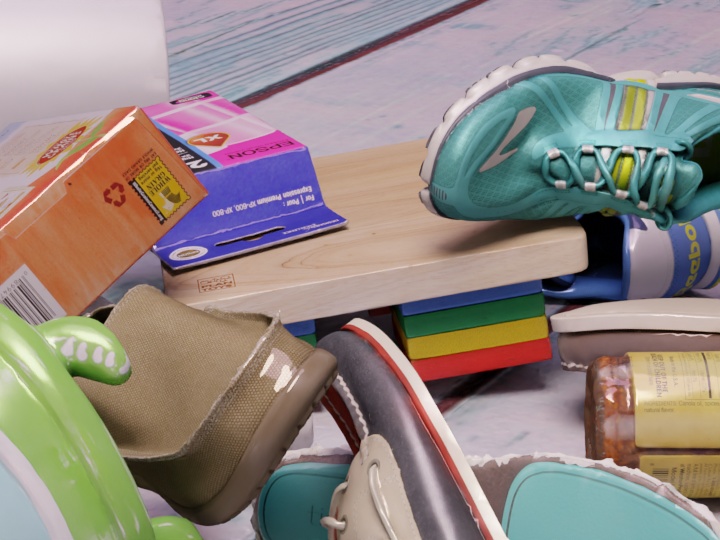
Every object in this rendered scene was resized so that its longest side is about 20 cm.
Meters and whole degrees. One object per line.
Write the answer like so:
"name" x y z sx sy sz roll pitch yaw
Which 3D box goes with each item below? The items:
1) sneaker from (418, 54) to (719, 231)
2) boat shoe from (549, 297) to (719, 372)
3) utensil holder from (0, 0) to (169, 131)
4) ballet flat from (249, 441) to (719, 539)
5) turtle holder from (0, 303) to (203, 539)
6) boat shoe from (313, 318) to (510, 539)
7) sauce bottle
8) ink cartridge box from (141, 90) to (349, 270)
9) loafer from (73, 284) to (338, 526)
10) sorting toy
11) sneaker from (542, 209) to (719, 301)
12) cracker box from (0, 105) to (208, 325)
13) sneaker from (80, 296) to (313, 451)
"sneaker" 0.121 -0.056 0.995 0.199 0.078 0.080 -8 30 -25
"boat shoe" 0.186 0.044 0.973 0.199 0.060 0.072 1 7 0
"utensil holder" -0.226 -0.112 1.294 0.199 0.171 0.170 -3 19 -13
"ballet flat" 0.055 0.103 0.819 0.199 0.072 0.072 9 22 23
"turtle holder" -0.148 0.075 0.727 0.131 0.186 0.141 -32 36 -33
"boat shoe" 0.020 0.098 0.745 0.062 0.071 0.200 -28 51 -4
"sauce bottle" 0.197 0.067 0.912 0.199 0.066 0.066 1 19 0
"ink cartridge box" -0.087 -0.050 1.106 0.094 0.037 0.200 -15 23 -19
"loafer" -0.073 0.046 0.793 0.076 0.067 0.200 -57 16 -19
"sorting toy" 0.000 0.000 1.084 0.199 0.070 0.199 -10 20 -5
"sneaker" 0.104 -0.029 1.180 0.199 0.074 0.082 14 26 40
"cracker box" -0.169 -0.012 1.007 0.134 0.058 0.200 -44 19 -18
"sneaker" -0.106 0.062 0.950 0.088 0.076 0.199 -30 25 -37
